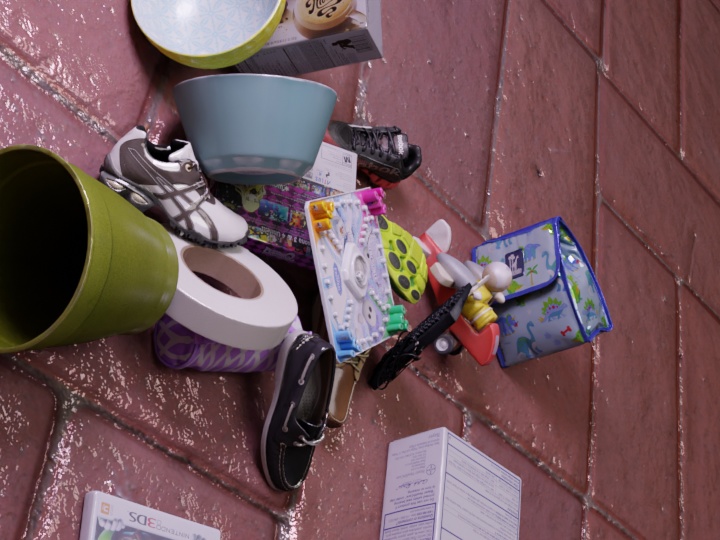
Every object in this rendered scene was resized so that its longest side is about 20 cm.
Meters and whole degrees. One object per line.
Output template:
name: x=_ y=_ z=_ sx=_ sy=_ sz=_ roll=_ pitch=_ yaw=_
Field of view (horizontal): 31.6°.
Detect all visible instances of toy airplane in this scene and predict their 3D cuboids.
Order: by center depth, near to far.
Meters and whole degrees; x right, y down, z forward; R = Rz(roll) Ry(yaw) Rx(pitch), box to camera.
toy airplane: x=0.153 y=0.015 z=1.876 sx=0.200 sy=0.140 sz=0.201 roll=57 pitch=20 yaw=-32

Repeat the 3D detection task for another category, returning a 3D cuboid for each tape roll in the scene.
tape roll: x=-0.166 y=0.016 z=1.463 sx=0.202 sy=0.037 sz=0.203 roll=27 pitch=21 yaw=-11

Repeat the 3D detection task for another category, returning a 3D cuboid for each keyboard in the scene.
keyboard: x=0.067 y=0.087 z=1.694 sx=0.040 sy=0.200 sz=0.104 roll=37 pitch=41 yaw=-9

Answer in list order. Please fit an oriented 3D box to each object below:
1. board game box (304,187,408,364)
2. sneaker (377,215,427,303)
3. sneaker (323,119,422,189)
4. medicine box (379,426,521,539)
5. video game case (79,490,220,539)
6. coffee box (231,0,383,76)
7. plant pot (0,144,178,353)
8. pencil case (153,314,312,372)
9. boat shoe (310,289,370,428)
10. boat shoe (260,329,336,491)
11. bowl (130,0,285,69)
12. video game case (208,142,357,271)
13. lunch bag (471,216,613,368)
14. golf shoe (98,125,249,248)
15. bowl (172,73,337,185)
board game box: x=0.000 y=0.000 z=1.627 sx=0.200 sy=0.026 sz=0.202 roll=-20 pitch=100 yaw=-64
sneaker: x=0.016 y=-0.035 z=1.766 sx=0.200 sy=0.083 sz=0.074 roll=46 pitch=59 yaw=-12
sneaker: x=0.013 y=-0.178 z=1.829 sx=0.200 sy=0.097 sz=0.072 roll=20 pitch=60 yaw=-44
medicine box: x=0.122 y=0.344 z=1.711 sx=0.182 sy=0.102 sz=0.201 roll=37 pitch=48 yaw=-36
video game case: x=-0.224 y=0.350 z=1.333 sx=0.181 sy=0.023 sz=0.202 roll=29 pitch=52 yaw=-41
coffee box: x=-0.076 y=-0.329 z=1.691 sx=0.080 sy=0.198 sz=0.114 roll=50 pitch=34 yaw=-62
plant pot: x=-0.291 y=-0.007 z=1.301 sx=0.193 sy=0.199 sz=0.202 roll=18 pitch=59 yaw=-61
pencil case: x=-0.150 y=0.080 z=1.505 sx=0.199 sy=0.085 sz=0.085 roll=3 pitch=94 yaw=-49
boat shoe: x=-0.027 y=0.102 z=1.661 sx=0.075 sy=0.073 sz=0.202 roll=29 pitch=52 yaw=-41
boat shoe: x=-0.068 y=0.174 z=1.521 sx=0.074 sy=0.060 sz=0.202 roll=0 pitch=103 yaw=-49
bowl: x=-0.182 y=-0.329 z=1.614 sx=0.108 sy=0.198 sz=0.202 roll=71 pitch=15 yaw=-66
video game case: x=-0.100 y=-0.100 z=1.646 sx=0.199 sy=0.036 sz=0.183 roll=17 pitch=58 yaw=-24
lunch bag: x=0.276 y=0.032 z=2.004 sx=0.127 sy=0.169 sz=0.202 roll=-17 pitch=88 yaw=-54
golf shoe: x=-0.201 y=-0.095 z=1.479 sx=0.199 sy=0.095 sz=0.078 roll=26 pitch=16 yaw=-31
bowl: x=-0.128 y=-0.163 z=1.536 sx=0.200 sy=0.200 sz=0.106 roll=6 pitch=84 yaw=-50
